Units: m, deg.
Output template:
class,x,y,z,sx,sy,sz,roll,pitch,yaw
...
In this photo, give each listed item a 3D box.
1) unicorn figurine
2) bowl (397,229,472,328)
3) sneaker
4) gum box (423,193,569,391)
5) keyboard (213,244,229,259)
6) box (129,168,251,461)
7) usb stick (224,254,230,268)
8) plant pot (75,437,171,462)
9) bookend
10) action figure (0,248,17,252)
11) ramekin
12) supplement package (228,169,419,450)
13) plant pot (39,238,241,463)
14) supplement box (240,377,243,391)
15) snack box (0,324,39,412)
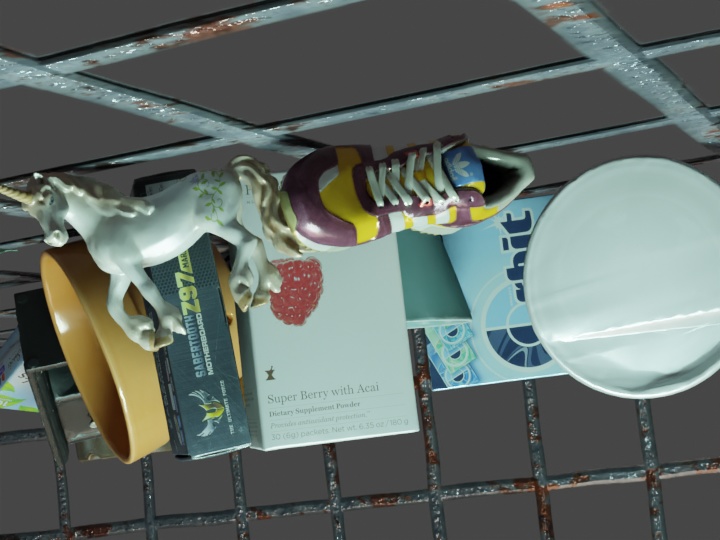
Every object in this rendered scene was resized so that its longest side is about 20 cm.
class,x,y,z,sx,sy,sz,roll,pitch,yaw
unicorn figurine,-0.140,-0.020,1.021,0.198,0.139,0.074,-23,180,-25
bowl,0.000,0.000,1.366,0.198,0.107,0.201,-2,175,0
sneaker,0.033,-0.062,1.047,0.199,0.076,0.090,-11,171,-45
gum box,0.155,0.018,1.456,0.197,0.173,0.045,-8,175,5
keyboard,-0.134,-0.019,1.555,0.056,0.011,0.199,-17,170,34
box,-0.131,0.038,1.128,0.050,0.203,0.158,-11,176,-11
usb stick,-0.125,0.011,1.555,0.033,0.056,0.200,-38,-178,-23
plant pot,-0.276,0.123,1.837,0.197,0.201,0.200,-8,175,-1
bookend,-0.236,0.095,1.552,0.196,0.093,0.201,-11,146,-10
action figure,-0.370,-0.010,1.129,0.117,0.056,0.199,-7,171,36
ramekin,0.238,0.001,1.303,0.199,0.205,0.094,-8,-173,9
supplement package,-0.033,0.029,1.154,0.119,0.203,0.120,-6,175,-9
plant pot,-0.185,0.053,1.363,0.139,0.202,0.200,-21,180,-21
supplement box,-0.070,0.091,1.401,0.068,0.068,0.199,-3,178,-28
snack box,-0.301,0.084,1.642,0.141,0.054,0.200,12,139,-36
